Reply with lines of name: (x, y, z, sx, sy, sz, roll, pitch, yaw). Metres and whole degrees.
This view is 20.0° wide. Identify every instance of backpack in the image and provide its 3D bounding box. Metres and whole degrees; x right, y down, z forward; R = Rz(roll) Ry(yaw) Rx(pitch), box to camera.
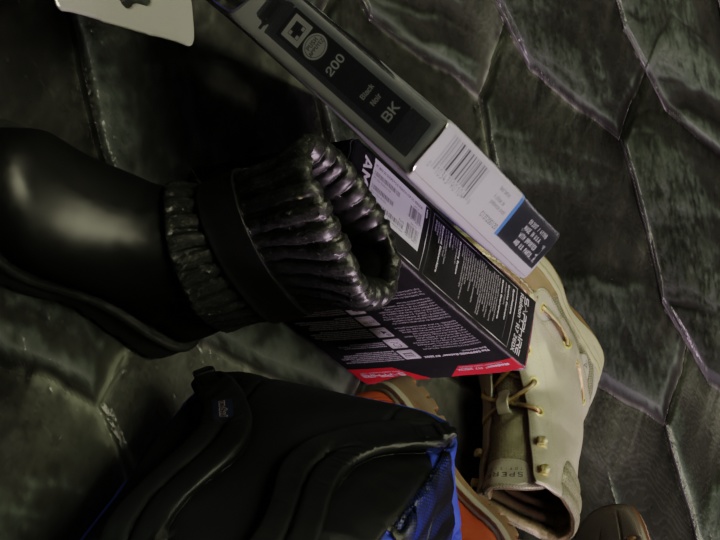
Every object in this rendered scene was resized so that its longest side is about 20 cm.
backpack: (-0.044, 0.168, 1.027, 0.200, 0.162, 0.169, -48, 137, -55)

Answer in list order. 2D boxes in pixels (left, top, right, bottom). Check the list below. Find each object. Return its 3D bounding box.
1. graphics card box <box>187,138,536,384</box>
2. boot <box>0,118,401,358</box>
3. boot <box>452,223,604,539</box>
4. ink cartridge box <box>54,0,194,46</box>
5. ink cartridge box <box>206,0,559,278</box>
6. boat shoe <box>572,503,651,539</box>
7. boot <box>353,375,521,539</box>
graphics card box: (0.000, 0.000, 1.192, 0.200, 0.125, 0.051, 38, 55, -43)
boot: (-0.092, -0.029, 1.031, 0.211, 0.157, 0.080, 32, 52, -48)
boot: (0.099, 0.076, 1.366, 0.200, 0.072, 0.155, 48, 42, -40)
ink cartridge box: (-0.156, -0.215, 1.088, 0.117, 0.067, 0.201, 10, 69, -54)
ink cartridge box: (0.009, -0.094, 1.176, 0.200, 0.043, 0.198, 42, 3, 28)
boat shoe: (0.190, 0.263, 1.441, 0.072, 0.075, 0.201, -6, 93, -61)
boot: (0.023, 0.155, 1.150, 0.107, 0.075, 0.200, -14, 52, -30)
